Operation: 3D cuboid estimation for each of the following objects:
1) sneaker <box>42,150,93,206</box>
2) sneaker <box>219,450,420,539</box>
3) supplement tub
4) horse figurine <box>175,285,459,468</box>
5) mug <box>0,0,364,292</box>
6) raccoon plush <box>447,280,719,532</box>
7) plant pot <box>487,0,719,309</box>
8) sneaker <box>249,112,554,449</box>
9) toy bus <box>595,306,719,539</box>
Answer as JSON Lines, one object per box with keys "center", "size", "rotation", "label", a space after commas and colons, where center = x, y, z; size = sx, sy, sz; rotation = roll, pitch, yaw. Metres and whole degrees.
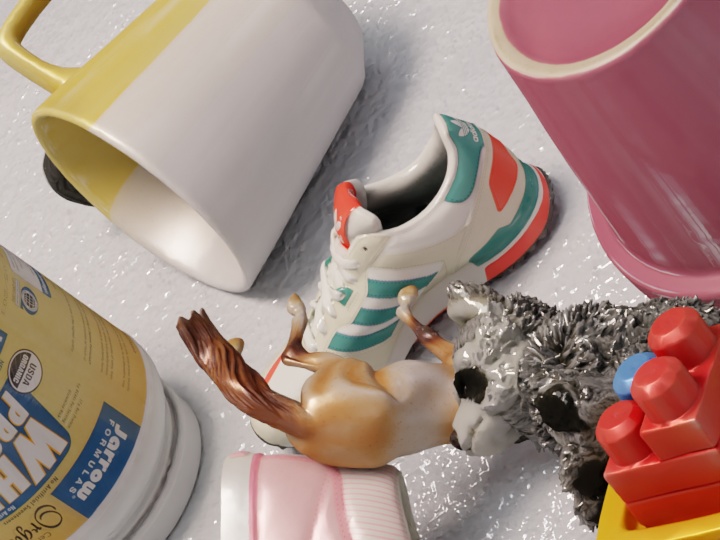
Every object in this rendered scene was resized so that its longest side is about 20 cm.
{"center": [-0.107, -0.115, 1.698], "size": [0.200, 0.075, 0.076], "rotation": [-43, 30, -5], "label": "sneaker"}
{"center": [-0.010, 0.181, 1.347], "size": [0.104, 0.075, 0.202], "rotation": [-3, 77, 4], "label": "sneaker"}
{"center": [-0.193, 0.070, 1.522], "size": [0.144, 0.200, 0.145], "rotation": [-27, 44, 29], "label": "supplement tub"}
{"center": [0.014, 0.053, 1.375], "size": [0.133, 0.199, 0.050], "rotation": [-126, 39, -53], "label": "horse figurine"}
{"center": [-0.088, -0.105, 1.585], "size": [0.153, 0.186, 0.149], "rotation": [-52, 18, -15], "label": "mug"}
{"center": [0.132, 0.033, 1.283], "size": [0.199, 0.097, 0.134], "rotation": [-22, 37, -9], "label": "raccoon plush"}
{"center": [0.158, -0.093, 1.310], "size": [0.199, 0.179, 0.201], "rotation": [-26, 45, 30], "label": "plant pot"}
{"center": [0.000, 0.000, 1.466], "size": [0.200, 0.093, 0.070], "rotation": [-43, 38, 11], "label": "sneaker"}
{"center": [0.149, 0.117, 1.129], "size": [0.135, 0.192, 0.201], "rotation": [-15, 39, 36], "label": "toy bus"}
